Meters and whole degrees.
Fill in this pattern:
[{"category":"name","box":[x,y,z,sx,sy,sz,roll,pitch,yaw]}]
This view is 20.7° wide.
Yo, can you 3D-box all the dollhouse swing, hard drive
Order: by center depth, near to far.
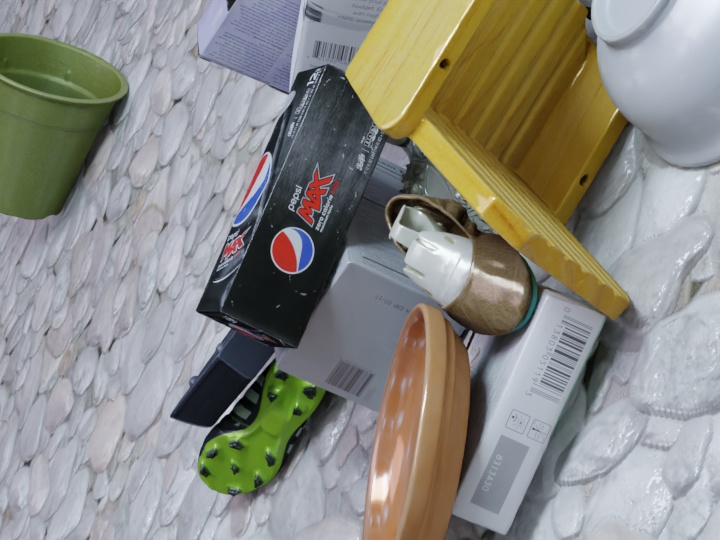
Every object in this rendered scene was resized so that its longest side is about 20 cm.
[{"category":"dollhouse swing","box":[0.124,-0.099,1.287,0.176,0.200,0.182,31,89,43]},{"category":"hard drive","box":[-0.080,0.040,1.675,0.200,0.042,0.135,-56,5,-38]}]

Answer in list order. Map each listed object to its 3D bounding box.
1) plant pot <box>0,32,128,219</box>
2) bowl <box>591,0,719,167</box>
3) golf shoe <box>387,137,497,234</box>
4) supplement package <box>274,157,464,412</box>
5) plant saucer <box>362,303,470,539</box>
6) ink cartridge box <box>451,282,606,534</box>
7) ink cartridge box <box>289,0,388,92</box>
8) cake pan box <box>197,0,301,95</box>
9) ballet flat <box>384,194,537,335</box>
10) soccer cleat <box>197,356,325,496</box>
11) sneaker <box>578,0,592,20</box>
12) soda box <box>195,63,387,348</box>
[{"category":"plant pot","box":[-0.413,-0.173,2.503,0.200,0.199,0.191,-116,40,-59]},{"category":"bowl","box":[0.213,-0.175,1.286,0.201,0.090,0.202,-46,32,40]},{"category":"golf shoe","box":[0.073,-0.078,1.516,0.078,0.097,0.201,-35,62,31]},{"category":"supplement package","box":[0.000,0.000,1.542,0.110,0.113,0.200,-55,23,25]},{"category":"plant saucer","box":[0.038,0.124,1.336,0.200,0.037,0.201,-170,90,-84]},{"category":"ink cartridge box","box":[0.099,0.084,1.377,0.200,0.050,0.161,-129,62,-84]},{"category":"ink cartridge box","box":[0.029,-0.219,1.556,0.200,0.146,0.086,104,172,-52]},{"category":"cake pan box","box":[-0.019,-0.227,1.679,0.184,0.199,0.052,-54,29,32]},{"category":"ballet flat","box":[0.058,-0.011,1.360,0.068,0.072,0.200,-63,21,14]},{"category":"soccer cleat","box":[-0.074,0.120,1.672,0.200,0.067,0.081,-52,5,39]},{"category":"sneaker","box":[0.181,-0.266,1.378,0.091,0.066,0.200,52,148,15]},{"category":"soda box","box":[-0.046,-0.047,1.448,0.201,0.071,0.063,-67,20,-10]}]
